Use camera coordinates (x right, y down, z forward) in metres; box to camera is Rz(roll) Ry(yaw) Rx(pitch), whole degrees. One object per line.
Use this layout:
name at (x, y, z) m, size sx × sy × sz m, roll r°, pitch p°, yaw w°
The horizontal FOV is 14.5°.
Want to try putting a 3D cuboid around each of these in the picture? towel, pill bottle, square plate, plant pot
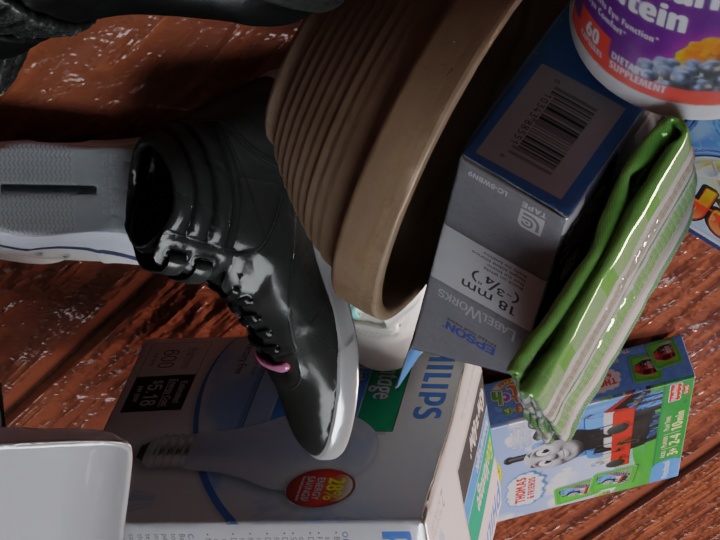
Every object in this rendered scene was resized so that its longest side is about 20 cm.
towel at (0.114, 0.006, 1.351) m, size 0.031 × 0.149 × 0.200 m, roll 28°, pitch 175°, yaw 11°
pill bottle at (0.156, -0.168, 1.229) m, size 0.111 × 0.111 × 0.200 m, roll -6°, pitch 144°, yaw -9°
square plate at (-0.216, 0.131, 1.419) m, size 0.198 × 0.028 × 0.200 m, roll 0°, pitch 144°, yaw -7°
plant pot at (0.020, -0.085, 1.320) m, size 0.093 × 0.201 × 0.201 m, roll 30°, pitch 152°, yaw 11°

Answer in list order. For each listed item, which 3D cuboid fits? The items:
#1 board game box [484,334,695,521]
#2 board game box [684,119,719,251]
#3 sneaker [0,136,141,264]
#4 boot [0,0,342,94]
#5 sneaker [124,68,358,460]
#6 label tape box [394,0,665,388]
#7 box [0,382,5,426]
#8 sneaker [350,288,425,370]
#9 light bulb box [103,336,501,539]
board game box at (0.108, 0.111, 1.802) m, size 0.200 × 0.037 × 0.151 m, roll -13°, pitch 152°, yaw -5°
board game box at (0.209, -0.052, 1.427) m, size 0.200 × 0.034 × 0.135 m, roll 31°, pitch 150°, yaw -1°
sneaker at (-0.123, -0.036, 1.446) m, size 0.200 × 0.073 × 0.071 m, roll 8°, pitch 172°, yaw -31°
boot at (-0.123, -0.122, 1.237) m, size 0.211 × 0.079 × 0.158 m, roll 15°, pitch 137°, yaw -22°
sneaker at (-0.063, 0.007, 1.406) m, size 0.099 × 0.200 × 0.071 m, roll -16°, pitch -165°, yaw -26°
label tape box at (0.091, -0.029, 1.375) m, size 0.063 × 0.144 × 0.200 m, roll 29°, pitch 147°, yaw 11°
box at (-0.279, 0.100, 1.537) m, size 0.124 × 0.149 × 0.200 m, roll -15°, pitch 151°, yaw 9°
sneaker at (0.000, 0.000, 1.478) m, size 0.075 × 0.089 × 0.200 m, roll 6°, pitch 140°, yaw 9°
light bulb box at (-0.037, 0.135, 1.566) m, size 0.200 × 0.198 × 0.125 m, roll -3°, pitch 119°, yaw 12°
